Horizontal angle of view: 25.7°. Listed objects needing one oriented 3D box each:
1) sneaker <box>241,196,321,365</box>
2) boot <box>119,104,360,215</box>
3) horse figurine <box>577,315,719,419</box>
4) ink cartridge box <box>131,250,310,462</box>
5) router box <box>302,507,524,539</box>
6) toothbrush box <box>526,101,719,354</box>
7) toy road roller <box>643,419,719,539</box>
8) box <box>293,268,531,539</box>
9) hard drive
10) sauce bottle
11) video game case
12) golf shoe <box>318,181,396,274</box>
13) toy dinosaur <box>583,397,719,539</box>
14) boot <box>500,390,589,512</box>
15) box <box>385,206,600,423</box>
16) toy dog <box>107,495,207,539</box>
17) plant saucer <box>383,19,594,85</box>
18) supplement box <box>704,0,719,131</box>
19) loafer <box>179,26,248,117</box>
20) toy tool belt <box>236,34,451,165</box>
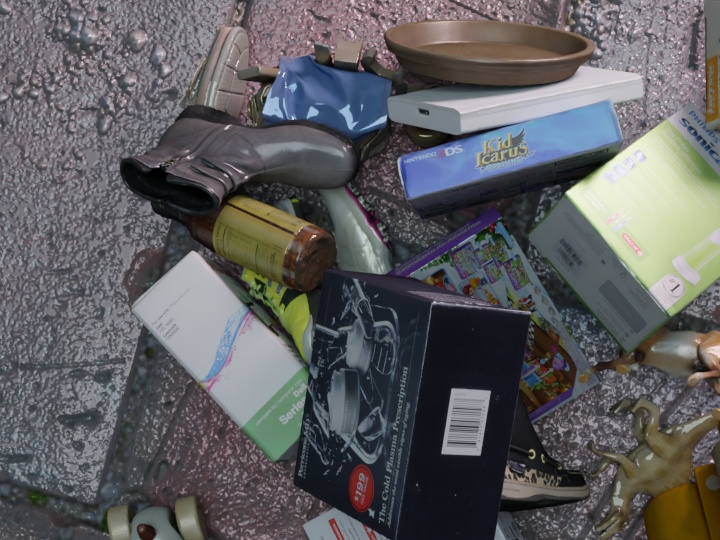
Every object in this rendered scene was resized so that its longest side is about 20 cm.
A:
[{"bbox_3d":[-0.070,0.019,1.515,0.076,0.076,0.200,-19,46,1],"label":"sneaker"},{"bbox_3d":[-0.110,-0.088,1.458,0.199,0.132,0.070,8,122,19],"label":"boot"},{"bbox_3d":[0.294,0.081,1.452,0.199,0.132,0.050,11,115,26],"label":"horse figurine"},{"bbox_3d":[-0.110,0.084,1.505,0.084,0.145,0.200,-44,81,1],"label":"ink cartridge box"},{"bbox_3d":[0.068,0.286,1.491,0.179,0.049,0.201,-30,82,18],"label":"router box"},{"bbox_3d":[0.277,-0.041,1.453,0.200,0.086,0.146,-35,80,-33],"label":"toothbrush box"},{"bbox_3d":[0.327,0.225,1.413,0.145,0.200,0.123,-15,56,9],"label":"toy road roller"},{"bbox_3d":[0.039,0.113,1.350,0.104,0.182,0.201,6,95,-30],"label":"box"},{"bbox_3d":[0.143,-0.160,1.466,0.199,0.132,0.026,-14,107,-26],"label":"hard drive"},{"bbox_3d":[-0.114,-0.041,1.487,0.200,0.066,0.066,26,88,34],"label":"sauce bottle"},{"bbox_3d":[0.140,-0.101,1.475,0.199,0.181,0.046,-15,84,5],"label":"video game case"},{"bbox_3d":[0.000,0.000,1.539,0.091,0.075,0.201,-31,80,6],"label":"golf shoe"},{"bbox_3d":[0.284,0.166,1.505,0.200,0.058,0.101,-43,96,8],"label":"toy dinosaur"},{"bbox_3d":[0.143,0.142,1.451,0.073,0.203,0.155,-16,75,32],"label":"boot"},{"bbox_3d":[0.120,0.059,1.490,0.136,0.039,0.200,-31,110,2],"label":"box"},{"bbox_3d":[-0.185,0.308,1.517,0.132,0.096,0.200,-33,81,3],"label":"toy dog"},{"bbox_3d":[0.121,-0.207,1.491,0.199,0.200,0.030,5,110,7],"label":"plant saucer"},{"bbox_3d":[0.425,-0.193,1.470,0.199,0.074,0.127,1,84,-15],"label":"supplement box"},{"bbox_3d":[-0.162,-0.149,1.577,0.063,0.072,0.201,11,89,18],"label":"loafer"},{"bbox_3d":[-0.013,-0.162,1.520,0.199,0.123,0.126,3,71,8],"label":"toy tool belt"}]
